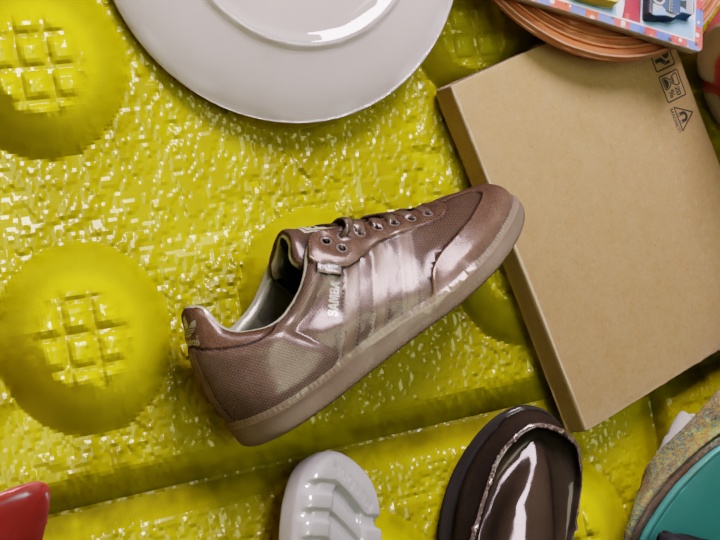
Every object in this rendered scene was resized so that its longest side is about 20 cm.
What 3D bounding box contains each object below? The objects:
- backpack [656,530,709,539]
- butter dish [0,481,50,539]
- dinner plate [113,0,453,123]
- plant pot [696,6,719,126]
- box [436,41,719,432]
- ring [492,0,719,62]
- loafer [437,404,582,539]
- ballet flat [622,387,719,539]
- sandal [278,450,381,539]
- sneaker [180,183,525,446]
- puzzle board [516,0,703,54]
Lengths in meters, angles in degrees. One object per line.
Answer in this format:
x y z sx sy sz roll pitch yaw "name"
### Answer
0.190 0.252 0.917 0.126 0.167 0.201 17 91 -34 "backpack"
-0.234 0.122 0.675 0.199 0.200 0.148 -27 67 -29 "butter dish"
-0.035 -0.174 0.892 0.199 0.024 0.202 2 85 -26 "dinner plate"
0.299 -0.141 1.027 0.177 0.200 0.201 -44 107 -18 "plant pot"
0.139 -0.035 0.999 0.163 0.021 0.201 -26 98 -32 "box"
0.124 -0.210 0.999 0.199 0.019 0.202 7 73 -25 "ring"
0.078 0.166 0.907 0.073 0.071 0.201 24 72 -28 "loafer"
0.210 0.084 0.996 0.071 0.071 0.200 40 95 -22 "ballet flat"
-0.030 0.186 0.854 0.082 0.050 0.204 39 52 -38 "sandal"
0.000 0.000 0.879 0.200 0.070 0.076 -40 104 -30 "sneaker"
0.128 -0.230 0.985 0.150 0.017 0.201 13 70 -24 "puzzle board"
